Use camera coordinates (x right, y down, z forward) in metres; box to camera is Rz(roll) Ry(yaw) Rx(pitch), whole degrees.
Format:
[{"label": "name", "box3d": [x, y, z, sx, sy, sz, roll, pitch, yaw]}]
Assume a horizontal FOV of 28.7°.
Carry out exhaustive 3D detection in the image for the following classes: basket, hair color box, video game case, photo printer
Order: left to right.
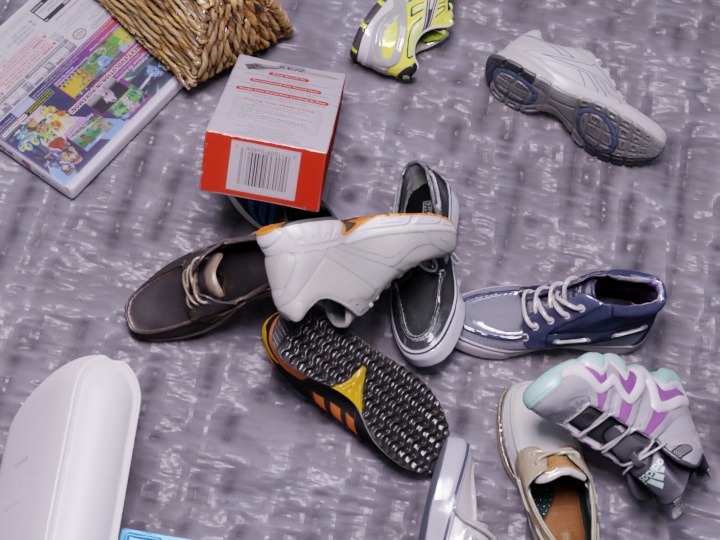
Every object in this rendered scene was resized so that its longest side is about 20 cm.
[{"label": "photo printer", "box3d": [-0.241, 0.171, 1.126, 0.069, 0.166, 0.202, 21, 58, -26]}, {"label": "video game case", "box3d": [-0.289, -0.189, 1.392, 0.182, 0.023, 0.200, 34, 63, 12]}, {"label": "basket", "box3d": [-0.168, -0.309, 1.388, 0.149, 0.143, 0.200, -34, 68, -32]}, {"label": "hair color box", "box3d": [-0.078, -0.131, 1.307, 0.110, 0.064, 0.200, 10, 29, 0]}]

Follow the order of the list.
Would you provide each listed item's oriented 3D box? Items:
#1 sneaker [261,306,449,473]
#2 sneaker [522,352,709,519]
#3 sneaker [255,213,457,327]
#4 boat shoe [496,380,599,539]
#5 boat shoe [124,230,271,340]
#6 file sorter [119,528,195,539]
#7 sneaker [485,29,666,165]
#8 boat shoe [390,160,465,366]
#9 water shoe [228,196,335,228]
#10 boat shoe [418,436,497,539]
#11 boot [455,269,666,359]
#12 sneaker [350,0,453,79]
[{"label": "sneaker", "box3d": [-0.005, 0.102, 1.243, 0.200, 0.090, 0.070, 41, 76, -13]}, {"label": "sneaker", "box3d": [0.232, 0.148, 1.195, 0.199, 0.078, 0.141, 7, 50, -39]}, {"label": "sneaker", "box3d": [0.000, 0.000, 1.196, 0.199, 0.075, 0.093, -6, 90, -34]}, {"label": "boat shoe", "box3d": [0.170, 0.181, 1.218, 0.074, 0.069, 0.202, -10, 63, -11]}, {"label": "boat shoe", "box3d": [-0.126, 0.004, 1.242, 0.199, 0.073, 0.075, -24, 77, 11]}, {"label": "file sorter", "box3d": [-0.099, 0.301, 1.094, 0.198, 0.123, 0.140, 9, 62, -1]}, {"label": "sneaker", "box3d": [0.227, -0.182, 1.420, 0.199, 0.075, 0.087, 34, 59, 11]}, {"label": "boat shoe", "box3d": [0.056, -0.011, 1.295, 0.073, 0.068, 0.201, -8, 57, 27]}, {"label": "water shoe", "box3d": [-0.060, -0.062, 1.316, 0.071, 0.079, 0.200, -34, 70, -22]}, {"label": "boat shoe", "box3d": [0.091, 0.243, 1.174, 0.085, 0.075, 0.204, 11, 65, -2]}, {"label": "boot", "box3d": [0.176, 0.031, 1.287, 0.198, 0.091, 0.073, -1, 62, -7]}, {"label": "sneaker", "box3d": [0.069, -0.277, 1.458, 0.076, 0.075, 0.201, 34, 74, 4]}]
